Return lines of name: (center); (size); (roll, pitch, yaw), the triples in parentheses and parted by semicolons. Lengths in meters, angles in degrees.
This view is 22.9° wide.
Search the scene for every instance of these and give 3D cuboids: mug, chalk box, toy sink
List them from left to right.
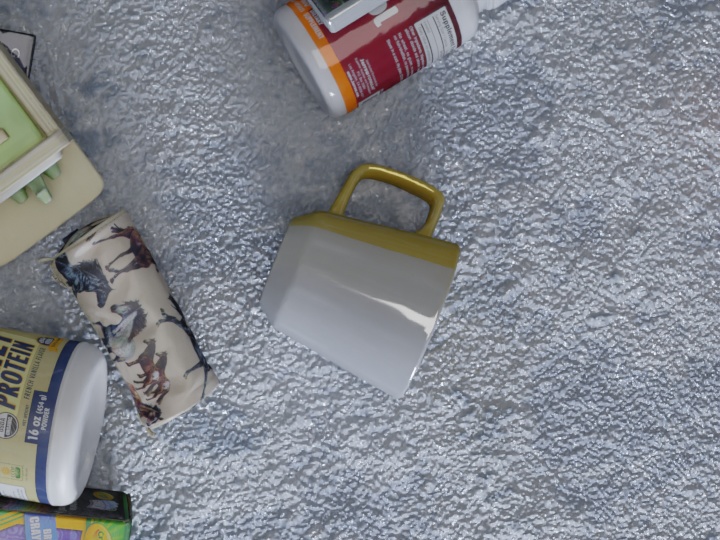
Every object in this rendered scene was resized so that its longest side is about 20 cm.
toy sink: (-0.327, -0.110, 1.532); (0.130, 0.112, 0.200); (-36, 100, -3)
chalk box: (-0.268, 0.265, 1.592); (0.199, 0.124, 0.125); (8, 94, -8)
mug: (-0.004, 0.009, 1.619); (0.152, 0.187, 0.150); (21, 125, -2)

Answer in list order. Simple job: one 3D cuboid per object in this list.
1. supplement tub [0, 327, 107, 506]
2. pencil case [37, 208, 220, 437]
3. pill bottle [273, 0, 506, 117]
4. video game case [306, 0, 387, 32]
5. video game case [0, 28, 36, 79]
supplement tub: (-0.332, 0.120, 1.548); (0.199, 0.144, 0.145); (10, 94, 2)
pencil case: (-0.205, 0.050, 1.603); (0.089, 0.078, 0.201); (-27, 99, 7)
pill bottle: (0.032, -0.233, 1.593); (0.199, 0.113, 0.113); (-32, 100, -5)
video game case: (0.016, -0.319, 1.569); (0.199, 0.023, 0.182); (-31, 55, -5)
video game case: (-0.400, -0.157, 1.581); (0.199, 0.019, 0.144); (9, 95, -11)
